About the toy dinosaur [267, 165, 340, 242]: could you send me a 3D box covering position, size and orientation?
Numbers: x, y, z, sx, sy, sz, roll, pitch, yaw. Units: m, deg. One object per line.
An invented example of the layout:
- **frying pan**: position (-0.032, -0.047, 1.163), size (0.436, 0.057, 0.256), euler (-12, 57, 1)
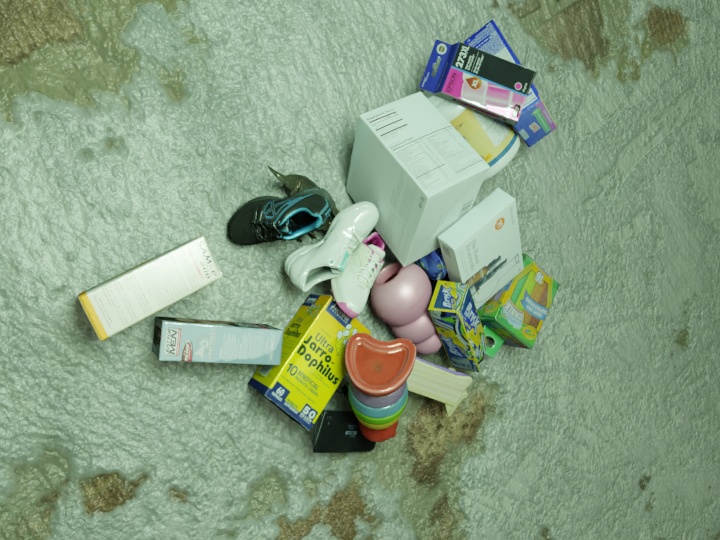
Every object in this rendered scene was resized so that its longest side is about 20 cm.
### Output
- **toy dinosaur**: position (-0.097, -0.121, 1.052), size (0.199, 0.076, 0.103), euler (43, 60, -15)

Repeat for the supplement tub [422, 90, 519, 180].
- **supplement tub**: position (0.216, -0.295, 1.165), size (0.145, 0.144, 0.201), euler (-47, 109, -19)

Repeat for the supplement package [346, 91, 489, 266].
- **supplement package**: position (0.093, -0.163, 1.033), size (0.144, 0.193, 0.202), euler (-26, 65, -25)

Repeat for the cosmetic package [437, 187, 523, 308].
- **cosmetic package**: position (0.232, -0.031, 1.086), size (0.150, 0.052, 0.202), euler (-39, 139, -12)

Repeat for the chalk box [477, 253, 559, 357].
- **chalk box**: position (0.308, 0.083, 1.224), size (0.123, 0.123, 0.204), euler (34, 75, -23)

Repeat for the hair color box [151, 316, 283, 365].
- **hair color box**: position (-0.236, 0.116, 0.953), size (0.194, 0.098, 0.063), euler (7, 87, -27)

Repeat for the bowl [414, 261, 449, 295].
- **bowl**: position (0.173, -0.030, 1.201), size (0.195, 0.039, 0.208), euler (0, 90, -28)

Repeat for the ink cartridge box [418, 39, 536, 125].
- **ink cartridge box**: position (0.212, -0.349, 1.056), size (0.195, 0.037, 0.097), euler (22, 93, 7)

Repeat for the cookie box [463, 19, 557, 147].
- **cookie box**: position (0.305, -0.372, 1.163), size (0.170, 0.074, 0.204), euler (11, 51, -62)

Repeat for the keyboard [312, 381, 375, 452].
- **keyboard**: position (-0.015, 0.273, 1.069), size (0.198, 0.020, 0.131), euler (23, 84, -54)

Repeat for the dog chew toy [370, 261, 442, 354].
- **dog chew toy**: position (0.102, 0.082, 1.123), size (0.125, 0.123, 0.202), euler (-44, 117, -20)

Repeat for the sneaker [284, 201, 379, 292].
- **sneaker**: position (-0.037, -0.034, 1.004), size (0.199, 0.089, 0.076), euler (-40, 130, -2)

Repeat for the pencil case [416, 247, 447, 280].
- **pencil case**: position (0.200, -0.057, 1.147), size (0.197, 0.087, 0.079), euler (-31, 83, -25)

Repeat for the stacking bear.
- **stacking bear**: position (0.031, 0.223, 1.004), size (0.117, 0.204, 0.116), euler (7, 45, 9)

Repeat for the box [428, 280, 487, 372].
- **box**: position (0.191, 0.109, 1.110), size (0.071, 0.063, 0.202), euler (-64, 145, -32)

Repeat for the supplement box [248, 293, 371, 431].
- **supplement box**: position (-0.090, 0.157, 1.024), size (0.108, 0.109, 0.202), euler (41, 72, -21)

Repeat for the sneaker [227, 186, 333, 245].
- **sneaker**: position (-0.142, -0.085, 0.967), size (0.194, 0.083, 0.075), euler (-17, 118, 15)

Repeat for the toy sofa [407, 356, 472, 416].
- **toy sofa**: position (0.118, 0.201, 1.130), size (0.196, 0.083, 0.099), euler (22, 110, -25)

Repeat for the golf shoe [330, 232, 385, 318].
- **golf shoe**: position (0.000, 0.000, 1.028), size (0.075, 0.091, 0.202), euler (40, 29, -21)

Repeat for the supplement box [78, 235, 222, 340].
- **supplement box**: position (-0.325, 0.024, 0.892), size (0.197, 0.125, 0.075), euler (-30, 102, -23)
